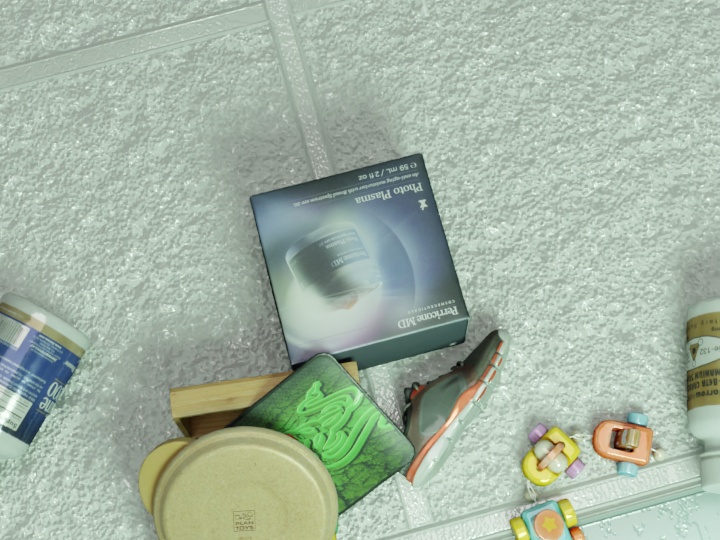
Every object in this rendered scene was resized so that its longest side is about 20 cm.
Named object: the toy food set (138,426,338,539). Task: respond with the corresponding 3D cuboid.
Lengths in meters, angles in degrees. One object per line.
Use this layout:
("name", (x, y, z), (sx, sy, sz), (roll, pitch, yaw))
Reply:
("toy food set", (-0.122, 0.252, 1.331), (0.200, 0.049, 0.198), (-18, 108, 2))

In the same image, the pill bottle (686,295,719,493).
("pill bottle", (0.407, 0.134, 1.360), (0.114, 0.114, 0.200), (3, 74, 3))

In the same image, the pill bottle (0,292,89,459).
("pill bottle", (-0.391, 0.134, 1.387), (0.111, 0.111, 0.200), (27, 76, 9))

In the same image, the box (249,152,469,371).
("box", (0.000, 0.000, 1.409), (0.200, 0.123, 0.199), (-15, 75, -2))

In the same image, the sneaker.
("sneaker", (0.090, 0.136, 1.392), (0.082, 0.077, 0.200), (33, 77, 17))

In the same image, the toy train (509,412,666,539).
("toy train", (0.242, 0.235, 1.366), (0.150, 0.056, 0.200), (17, 75, 7))

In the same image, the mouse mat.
("mouse mat", (-0.062, 0.198, 1.346), (0.200, 0.008, 0.161), (-39, 106, 8))

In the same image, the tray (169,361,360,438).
("tray", (-0.099, 0.141, 1.381), (0.200, 0.099, 0.037), (-9, 68, -1))
